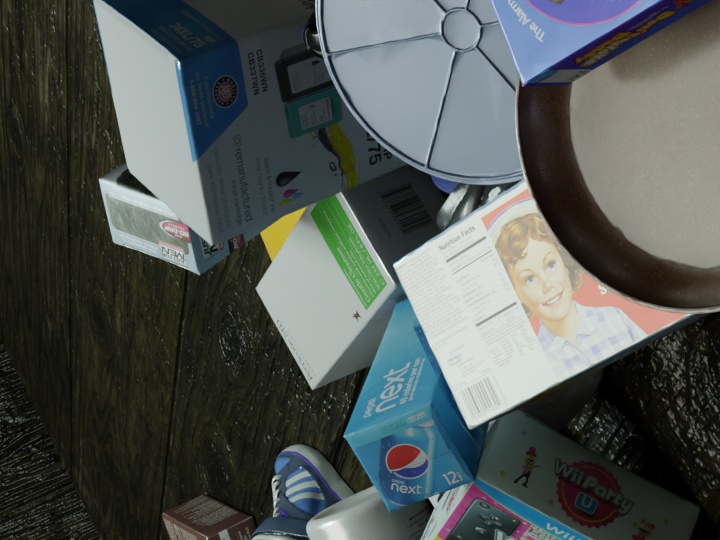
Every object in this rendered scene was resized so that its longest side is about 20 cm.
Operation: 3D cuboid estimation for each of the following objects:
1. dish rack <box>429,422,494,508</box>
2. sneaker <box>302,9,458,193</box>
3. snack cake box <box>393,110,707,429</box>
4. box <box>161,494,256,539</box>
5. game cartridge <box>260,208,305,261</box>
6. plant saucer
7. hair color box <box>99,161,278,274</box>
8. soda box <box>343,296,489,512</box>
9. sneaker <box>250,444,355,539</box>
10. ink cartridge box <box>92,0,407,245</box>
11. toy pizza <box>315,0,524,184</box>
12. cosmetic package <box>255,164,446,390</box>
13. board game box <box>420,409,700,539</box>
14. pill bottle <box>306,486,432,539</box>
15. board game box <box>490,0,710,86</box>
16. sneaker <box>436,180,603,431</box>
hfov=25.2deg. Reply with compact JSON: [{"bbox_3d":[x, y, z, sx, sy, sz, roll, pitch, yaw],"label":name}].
[{"bbox_3d":[0.105,0.156,1.271,0.172,0.043,0.201,56,156,28],"label":"dish rack"},{"bbox_3d":[0.021,-0.143,1.082,0.080,0.114,0.201,32,139,57],"label":"sneaker"},{"bbox_3d":[0.123,0.000,0.941,0.199,0.067,0.116,-32,78,42],"label":"snack cake box"},{"bbox_3d":[-0.189,0.365,2.121,0.200,0.074,0.101,7,117,68],"label":"box"},{"bbox_3d":[-0.043,-0.025,1.465,0.202,0.032,0.176,67,158,-5],"label":"game cartridge"},{"bbox_3d":[0.168,-0.080,0.816,0.199,0.032,0.203,5,98,41],"label":"plant saucer"},{"bbox_3d":[-0.099,-0.080,1.279,0.098,0.200,0.061,18,131,36],"label":"hair color box"},{"bbox_3d":[0.050,0.077,1.107,0.065,0.067,0.200,60,-158,-17],"label":"soda box"},{"bbox_3d":[-0.084,0.263,1.674,0.200,0.145,0.081,36,143,52],"label":"sneaker"},{"bbox_3d":[-0.064,-0.142,1.166,0.146,0.199,0.148,39,145,47],"label":"ink cartridge box"},{"bbox_3d":[0.066,-0.149,0.974,0.198,0.032,0.202,11,118,22],"label":"toy pizza"},{"bbox_3d":[0.000,0.000,1.279,0.108,0.084,0.200,58,148,15],"label":"cosmetic package"},{"bbox_3d":[0.128,0.190,1.123,0.147,0.065,0.200,28,147,3],"label":"board game box"},{"bbox_3d":[0.038,0.300,1.470,0.202,0.114,0.114,67,158,2],"label":"pill bottle"},{"bbox_3d":[0.106,-0.212,0.803,0.134,0.045,0.202,-28,78,39],"label":"board game box"},{"bbox_3d":[0.108,0.007,1.085,0.114,0.075,0.202,40,140,50],"label":"sneaker"}]
